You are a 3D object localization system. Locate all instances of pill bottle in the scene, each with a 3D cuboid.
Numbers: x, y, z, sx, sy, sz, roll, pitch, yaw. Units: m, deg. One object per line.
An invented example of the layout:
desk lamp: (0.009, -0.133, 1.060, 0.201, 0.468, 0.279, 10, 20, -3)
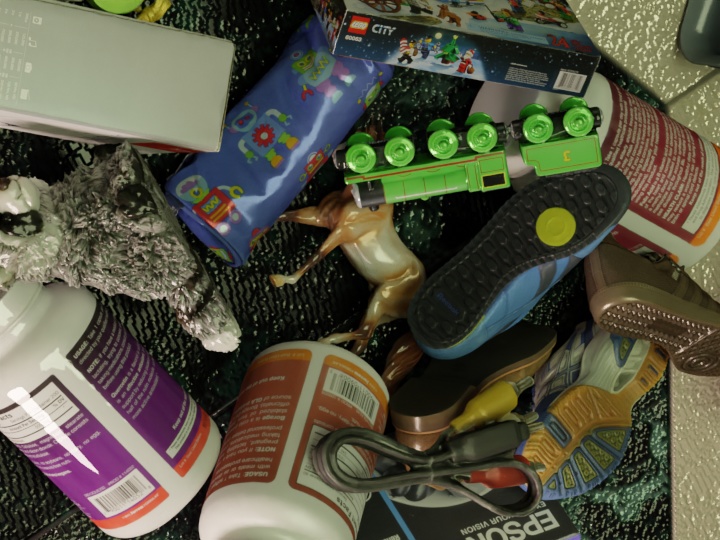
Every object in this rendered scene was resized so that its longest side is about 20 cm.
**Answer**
pill bottle: (-0.052, 0.158, 1.416, 0.112, 0.112, 0.200, 39, 45, -25)
pill bottle: (-0.197, 0.087, 1.384, 0.112, 0.112, 0.200, -46, 113, -13)
pill bottle: (0.187, -0.087, 1.542, 0.200, 0.114, 0.114, 27, 85, -26)

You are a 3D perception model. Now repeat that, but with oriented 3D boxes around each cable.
cable: (0.055, 0.140, 1.413, 0.199, 0.050, 0.098, -11, 91, -27)

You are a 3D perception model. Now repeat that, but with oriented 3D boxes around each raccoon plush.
raccoon plush: (-0.177, 0.009, 1.323, 0.134, 0.097, 0.200, -29, 112, 0)

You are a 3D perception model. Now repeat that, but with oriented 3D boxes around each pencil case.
pencil case: (-0.063, -0.099, 1.442, 0.087, 0.078, 0.200, 36, 80, 15)

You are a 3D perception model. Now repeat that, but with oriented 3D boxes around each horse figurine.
horse figurine: (0.000, 0.000, 1.501, 0.132, 0.050, 0.200, -34, 108, -15)

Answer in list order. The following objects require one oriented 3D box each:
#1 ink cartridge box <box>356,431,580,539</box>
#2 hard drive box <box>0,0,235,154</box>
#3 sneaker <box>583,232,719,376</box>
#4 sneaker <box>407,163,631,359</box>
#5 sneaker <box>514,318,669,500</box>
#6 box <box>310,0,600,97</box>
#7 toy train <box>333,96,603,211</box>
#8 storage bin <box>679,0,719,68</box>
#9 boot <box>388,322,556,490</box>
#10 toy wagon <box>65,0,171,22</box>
ink cartridge box: (0.059, 0.206, 1.487, 0.198, 0.200, 0.043, -18, 143, -23)
hard drive box: (-0.207, -0.133, 1.322, 0.199, 0.156, 0.077, 9, 88, -25)
sneaker: (0.246, 0.022, 1.532, 0.200, 0.070, 0.076, 25, 47, -45)
sneaker: (0.121, -0.007, 1.489, 0.200, 0.078, 0.066, -40, 71, 5)
sneaker: (0.168, 0.109, 1.551, 0.200, 0.088, 0.075, -47, 111, -36)
box: (0.062, -0.191, 1.446, 0.199, 0.137, 0.038, 7, 124, -21)
toy train: (0.081, -0.084, 1.444, 0.199, 0.042, 0.057, -10, 109, 3)
storage bin: (0.374, -0.242, 1.605, 0.134, 0.145, 0.201, 15, 91, -36)
boot: (0.089, 0.100, 1.524, 0.200, 0.073, 0.076, -35, 124, -47)
toy wagon: (-0.211, -0.247, 1.372, 0.155, 0.040, 0.200, -44, 114, -13)
